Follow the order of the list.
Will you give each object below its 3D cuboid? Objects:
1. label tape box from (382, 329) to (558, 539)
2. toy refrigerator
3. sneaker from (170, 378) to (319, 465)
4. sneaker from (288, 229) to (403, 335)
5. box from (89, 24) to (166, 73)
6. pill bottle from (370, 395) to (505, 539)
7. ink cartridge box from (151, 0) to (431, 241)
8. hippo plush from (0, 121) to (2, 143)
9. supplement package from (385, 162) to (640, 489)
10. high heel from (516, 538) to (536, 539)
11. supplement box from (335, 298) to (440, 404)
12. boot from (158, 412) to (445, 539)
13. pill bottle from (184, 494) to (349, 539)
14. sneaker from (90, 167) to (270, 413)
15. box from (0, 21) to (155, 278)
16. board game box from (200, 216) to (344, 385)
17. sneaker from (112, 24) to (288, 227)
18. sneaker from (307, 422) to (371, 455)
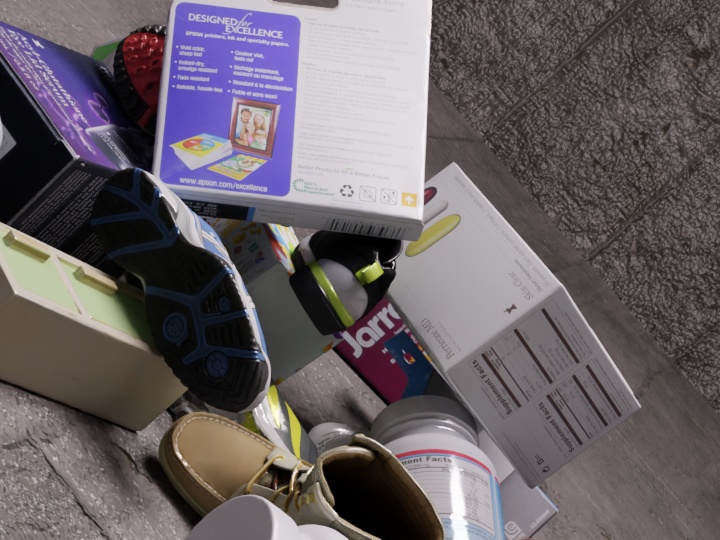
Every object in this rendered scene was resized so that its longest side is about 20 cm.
[{"bbox_3d":[0.071,0.152,1.791,0.200,0.063,0.144,49,-10,1],"label":"label tape box"},{"bbox_3d":[-0.193,0.034,1.353,0.200,0.070,0.076,29,23,-53],"label":"toy refrigerator"},{"bbox_3d":[-0.080,0.118,1.506,0.085,0.074,0.200,39,24,-57],"label":"sneaker"},{"bbox_3d":[0.000,0.000,1.561,0.072,0.083,0.200,57,6,-10],"label":"sneaker"},{"bbox_3d":[-0.116,-0.130,1.782,0.176,0.199,0.097,37,56,-40],"label":"box"},{"bbox_3d":[0.051,0.191,1.506,0.109,0.109,0.200,40,31,-32],"label":"pill bottle"},{"bbox_3d":[-0.047,-0.127,1.513,0.043,0.197,0.201,112,-16,-65],"label":"ink cartridge box"},{"bbox_3d":[-0.312,-0.103,1.301,0.200,0.159,0.161,-14,-76,58],"label":"hippo plush"},{"bbox_3d":[0.102,0.041,1.632,0.156,0.111,0.200,53,0,-38],"label":"supplement package"},{"bbox_3d":[0.119,0.272,1.651,0.200,0.068,0.096,-7,44,-50],"label":"high heel"},{"bbox_3d":[0.065,0.060,1.985,0.200,0.131,0.103,45,13,-9],"label":"supplement box"},{"bbox_3d":[-0.039,0.140,1.346,0.200,0.072,0.155,36,-24,6],"label":"boot"},{"bbox_3d":[-0.019,0.226,1.261,0.200,0.116,0.116,40,15,-29],"label":"pill bottle"},{"bbox_3d":[-0.105,0.013,1.393,0.077,0.076,0.200,27,28,-54],"label":"sneaker"},{"bbox_3d":[-0.229,-0.085,1.508,0.148,0.104,0.200,52,14,17],"label":"box"},{"bbox_3d":[-0.105,-0.006,1.653,0.103,0.105,0.200,51,9,-40],"label":"board game box"},{"bbox_3d":[-0.111,-0.100,1.574,0.200,0.079,0.096,44,-11,11],"label":"sneaker"},{"bbox_3d":[0.009,0.168,1.665,0.200,0.076,0.105,39,-2,-35],"label":"sneaker"}]
